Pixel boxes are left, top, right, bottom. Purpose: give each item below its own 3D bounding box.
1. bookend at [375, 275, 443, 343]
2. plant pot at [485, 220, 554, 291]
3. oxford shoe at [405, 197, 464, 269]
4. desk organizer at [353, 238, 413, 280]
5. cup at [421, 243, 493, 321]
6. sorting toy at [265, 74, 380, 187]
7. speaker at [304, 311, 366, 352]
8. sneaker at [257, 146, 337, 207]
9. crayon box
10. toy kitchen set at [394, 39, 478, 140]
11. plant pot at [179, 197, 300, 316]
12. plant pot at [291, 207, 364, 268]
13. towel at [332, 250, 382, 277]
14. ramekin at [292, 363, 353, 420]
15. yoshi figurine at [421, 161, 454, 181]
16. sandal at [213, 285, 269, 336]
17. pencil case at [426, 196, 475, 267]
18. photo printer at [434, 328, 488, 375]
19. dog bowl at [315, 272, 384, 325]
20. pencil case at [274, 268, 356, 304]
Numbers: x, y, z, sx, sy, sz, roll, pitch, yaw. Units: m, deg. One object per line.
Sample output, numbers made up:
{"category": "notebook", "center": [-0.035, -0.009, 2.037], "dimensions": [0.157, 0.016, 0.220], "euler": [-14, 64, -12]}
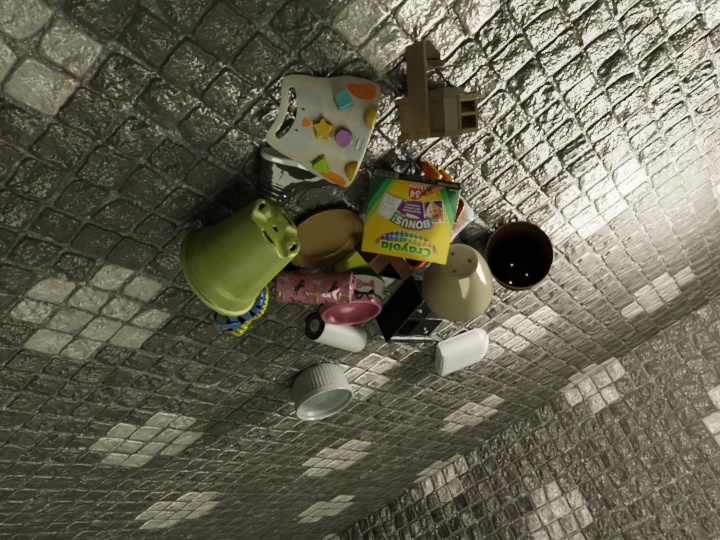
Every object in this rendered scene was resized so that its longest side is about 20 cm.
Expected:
{"category": "bookend", "center": [0.182, 0.122, 1.803], "dimensions": [0.196, 0.094, 0.200], "euler": [6, 136, -39]}
{"category": "plant pot", "center": [0.452, -0.018, 1.732], "dimensions": [0.183, 0.191, 0.200], "euler": [-26, 161, 4]}
{"category": "oxford shoe", "center": [0.185, -0.090, 1.455], "dimensions": [0.201, 0.071, 0.072], "euler": [-51, 153, 16]}
{"category": "desk organizer", "center": [0.059, -0.027, 1.511], "dimensions": [0.077, 0.072, 0.200], "euler": [-42, 151, 0]}
{"category": "cup", "center": [0.258, 0.011, 1.594], "dimensions": [0.196, 0.204, 0.144], "euler": [-20, 150, -5]}
{"category": "sorting toy", "center": [-0.074, -0.262, 1.094], "dimensions": [0.175, 0.107, 0.204], "euler": [16, 110, -13]}
{"category": "speaker", "center": [-0.068, 0.180, 1.737], "dimensions": [0.081, 0.082, 0.198], "euler": [-39, 143, 22]}
{"category": "sneaker", "center": [-0.121, -0.176, 1.211], "dimensions": [0.195, 0.071, 0.101], "euler": [9, 118, -30]}
{"category": "crayon box", "center": [0.109, -0.118, 1.330], "dimensions": [0.194, 0.059, 0.177], "euler": [9, 114, 2]}
{"category": "toy kitchen set", "center": [0.175, -0.338, 1.126], "dimensions": [0.176, 0.199, 0.168], "euler": [-10, 103, -20]}
{"category": "plant pot", "center": [-0.226, -0.042, 1.206], "dimensions": [0.182, 0.205, 0.198], "euler": [-32, 147, 27]}
{"category": "plant pot", "center": [-0.085, -0.080, 1.422], "dimensions": [0.195, 0.028, 0.202], "euler": [-17, 145, -12]}
{"category": "towel", "center": [0.000, 0.000, 1.571], "dimensions": [0.085, 0.018, 0.200], "euler": [-37, 152, 7]}
{"category": "ramekin", "center": [-0.129, 0.390, 1.962], "dimensions": [0.195, 0.107, 0.202], "euler": [-16, 146, -11]}
{"category": "yoshi figurine", "center": [0.125, -0.157, 1.414], "dimensions": [0.202, 0.111, 0.112], "euler": [-56, 177, 19]}
{"category": "sandal", "center": [-0.293, 0.090, 1.479], "dimensions": [0.086, 0.081, 0.201], "euler": [15, 129, -38]}
{"category": "pencil case", "center": [0.202, -0.098, 1.526], "dimensions": [0.089, 0.084, 0.201], "euler": [8, 134, -42]}
{"category": "photo printer", "center": [0.367, 0.290, 2.169], "dimensions": [0.195, 0.070, 0.168], "euler": [-19, 146, -9]}
{"category": "dog bowl", "center": [-0.028, 0.081, 1.588], "dimensions": [0.194, 0.076, 0.201], "euler": [-7, 155, -3]}
{"category": "pencil case", "center": [-0.109, 0.038, 1.463], "dimensions": [0.194, 0.089, 0.083], "euler": [3, 160, 3]}
